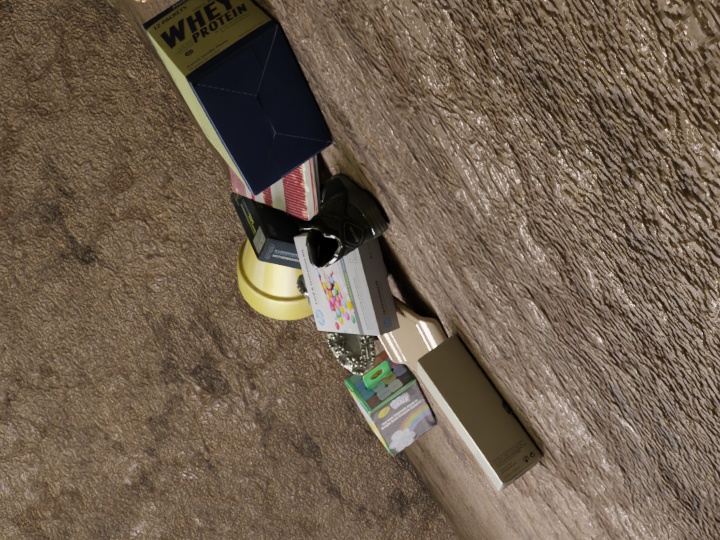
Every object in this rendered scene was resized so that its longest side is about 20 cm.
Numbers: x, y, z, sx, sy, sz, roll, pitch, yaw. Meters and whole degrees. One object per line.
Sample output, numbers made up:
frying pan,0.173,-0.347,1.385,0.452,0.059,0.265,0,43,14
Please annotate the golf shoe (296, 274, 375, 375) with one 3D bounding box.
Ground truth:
golf shoe,-0.031,0.080,1.788,0.202,0.077,0.097,62,-174,4

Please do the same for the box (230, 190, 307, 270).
box,-0.119,-0.075,1.768,0.156,0.051,0.201,13,-151,-29

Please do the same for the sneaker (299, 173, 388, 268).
sneaker,-0.042,-0.070,1.471,0.077,0.113,0.199,61,174,-24

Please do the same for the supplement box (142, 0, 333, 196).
supplement box,-0.165,-0.250,1.418,0.200,0.133,0.201,49,169,47

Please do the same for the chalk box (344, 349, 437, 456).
chalk box,0.056,0.258,2.191,0.124,0.123,0.201,48,168,49

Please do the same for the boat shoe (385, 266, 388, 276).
boat shoe,0.000,0.000,1.681,0.076,0.061,0.200,60,172,9

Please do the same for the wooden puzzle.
wooden puzzle,0.085,0.105,1.606,0.199,0.037,0.186,27,152,51

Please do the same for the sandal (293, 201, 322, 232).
sandal,-0.085,-0.116,1.766,0.075,0.043,0.201,8,-147,-36

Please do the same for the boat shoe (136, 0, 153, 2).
boat shoe,-0.450,-0.609,2.084,0.073,0.071,0.201,101,149,-43

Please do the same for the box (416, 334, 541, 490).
box,0.157,0.192,1.423,0.201,0.068,0.082,56,173,16

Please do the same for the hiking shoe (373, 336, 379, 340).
hiking shoe,-0.001,0.042,1.818,0.101,0.075,0.200,58,175,-38

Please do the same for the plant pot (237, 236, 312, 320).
plant pot,-0.142,-0.040,2.046,0.202,0.199,0.190,52,156,29

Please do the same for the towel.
towel,-0.137,-0.164,1.650,0.198,0.023,0.146,23,132,35

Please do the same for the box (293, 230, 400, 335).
box,-0.024,0.015,1.600,0.199,0.041,0.159,1,107,61
